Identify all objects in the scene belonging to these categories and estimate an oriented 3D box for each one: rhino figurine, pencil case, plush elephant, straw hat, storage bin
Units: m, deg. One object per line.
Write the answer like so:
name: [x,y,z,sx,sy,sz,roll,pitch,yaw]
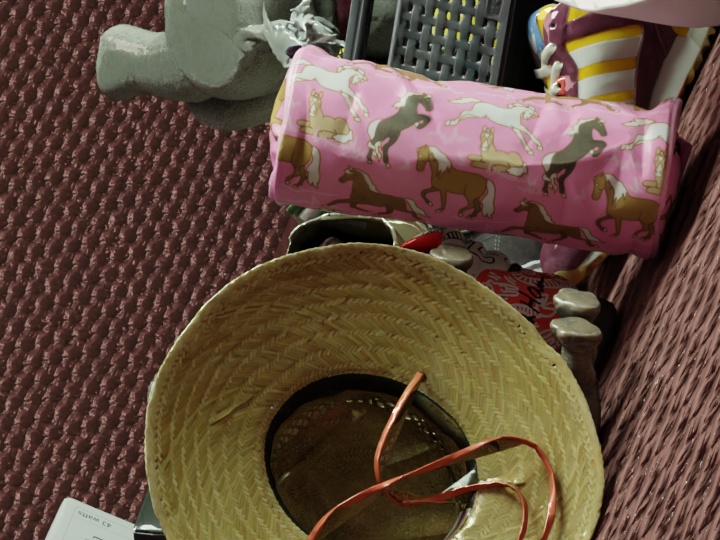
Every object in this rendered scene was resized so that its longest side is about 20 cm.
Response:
rhino figurine: [0.034,0.037,1.367,0.060,0.200,0.088,-16,-61,-46]
pencil case: [0.057,-0.056,1.401,0.083,0.200,0.087,89,-169,-58]
plush elephant: [-0.032,-0.158,1.655,0.155,0.200,0.165,-13,-62,-40]
straw hat: [0.004,0.094,1.299,0.085,0.201,0.201,96,-164,-69]
storage bin: [0.074,-0.132,1.618,0.200,0.094,0.135,-15,-63,-66]

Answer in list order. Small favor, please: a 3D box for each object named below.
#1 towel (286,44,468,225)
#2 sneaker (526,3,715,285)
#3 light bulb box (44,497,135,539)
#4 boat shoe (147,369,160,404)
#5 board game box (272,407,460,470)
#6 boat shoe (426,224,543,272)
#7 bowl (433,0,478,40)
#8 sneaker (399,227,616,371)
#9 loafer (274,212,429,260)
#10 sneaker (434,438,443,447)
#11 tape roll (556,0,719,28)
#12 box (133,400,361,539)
towel: [0.040,-0.052,1.794,0.153,0.023,0.200,-50,-28,-2]
sneaker: [0.117,-0.088,1.518,0.200,0.090,0.075,-66,6,-20]
light bulb box: [-0.112,0.256,1.578,0.200,0.198,0.125,-72,5,-57]
boat shoe: [-0.057,0.072,1.713,0.202,0.060,0.072,4,-57,-50]
board game box: [-0.005,0.158,1.327,0.200,0.135,0.035,-72,2,-48]
boat shoe: [0.068,-0.027,1.613,0.200,0.070,0.066,-132,24,-79]
bowl: [0.034,-0.104,1.886,0.108,0.200,0.200,-89,24,-57]
sneaker: [0.053,0.031,1.493,0.201,0.108,0.067,134,161,-74]
loafer: [0.000,0.000,1.538,0.200,0.076,0.068,-56,-32,-69]
sneaker: [0.031,0.081,1.677,0.200,0.098,0.071,-43,-34,-7]
tape roll: [0.143,-0.216,1.365,0.202,0.071,0.203,-7,81,47]
box: [-0.034,0.139,1.516,0.200,0.124,0.149,-73,-18,-59]
